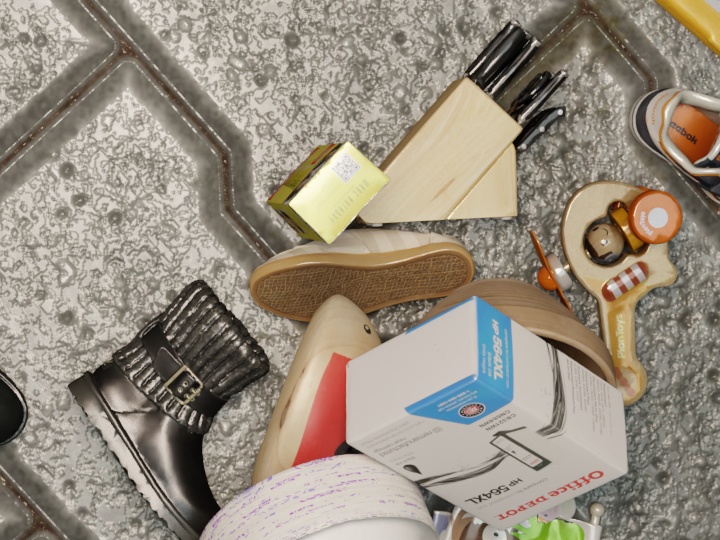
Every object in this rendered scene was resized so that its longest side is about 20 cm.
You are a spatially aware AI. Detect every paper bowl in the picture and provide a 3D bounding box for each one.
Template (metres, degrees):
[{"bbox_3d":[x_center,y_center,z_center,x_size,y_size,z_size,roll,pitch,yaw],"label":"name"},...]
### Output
[{"bbox_3d":[-0.030,0.250,1.651,0.199,0.201,0.105,-20,58,-6],"label":"paper bowl"}]

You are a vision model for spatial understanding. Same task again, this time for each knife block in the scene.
[{"bbox_3d":[0.083,-0.131,1.729,0.198,0.064,0.178,-3,92,-7],"label":"knife block"}]

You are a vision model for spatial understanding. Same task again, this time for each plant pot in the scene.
[{"bbox_3d":[0.119,0.073,1.706,0.199,0.202,0.093,7,51,-8],"label":"plant pot"}]

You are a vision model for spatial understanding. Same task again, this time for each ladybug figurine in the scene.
[{"bbox_3d":[-0.035,0.122,1.683,0.071,0.136,0.202,21,94,3],"label":"ladybug figurine"}]

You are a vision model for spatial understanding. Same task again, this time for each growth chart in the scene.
[{"bbox_3d":[0.121,0.266,1.771,0.198,0.018,0.146,2,91,-8],"label":"growth chart"}]

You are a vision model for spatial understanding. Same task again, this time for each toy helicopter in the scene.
[{"bbox_3d":[0.216,0.021,1.747,0.131,0.079,0.202,-5,96,-7],"label":"toy helicopter"}]

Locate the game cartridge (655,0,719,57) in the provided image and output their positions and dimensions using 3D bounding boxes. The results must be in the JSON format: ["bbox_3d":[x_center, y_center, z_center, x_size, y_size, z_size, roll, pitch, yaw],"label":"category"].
[{"bbox_3d":[0.351,-0.286,1.775,0.199,0.032,0.177,39,87,-6],"label":"game cartridge"}]

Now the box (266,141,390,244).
[{"bbox_3d":[-0.030,-0.066,1.647,0.050,0.200,0.075,44,87,-7],"label":"box"}]

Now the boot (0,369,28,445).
[{"bbox_3d":[-0.367,0.089,1.627,0.197,0.162,0.074,35,89,-7],"label":"boot"}]

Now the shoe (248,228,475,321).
[{"bbox_3d":[0.000,0.000,1.734,0.198,0.054,0.070,-6,126,-3],"label":"shoe"}]

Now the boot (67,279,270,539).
[{"bbox_3d":[-0.135,0.132,1.701,0.157,0.079,0.212,-35,95,-5],"label":"boot"}]

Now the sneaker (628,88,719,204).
[{"bbox_3d":[0.335,-0.096,1.757,0.199,0.079,0.079,26,88,-9],"label":"sneaker"}]

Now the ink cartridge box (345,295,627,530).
[{"bbox_3d":[0.106,0.122,1.624,0.199,0.145,0.085,32,42,-35],"label":"ink cartridge box"}]
